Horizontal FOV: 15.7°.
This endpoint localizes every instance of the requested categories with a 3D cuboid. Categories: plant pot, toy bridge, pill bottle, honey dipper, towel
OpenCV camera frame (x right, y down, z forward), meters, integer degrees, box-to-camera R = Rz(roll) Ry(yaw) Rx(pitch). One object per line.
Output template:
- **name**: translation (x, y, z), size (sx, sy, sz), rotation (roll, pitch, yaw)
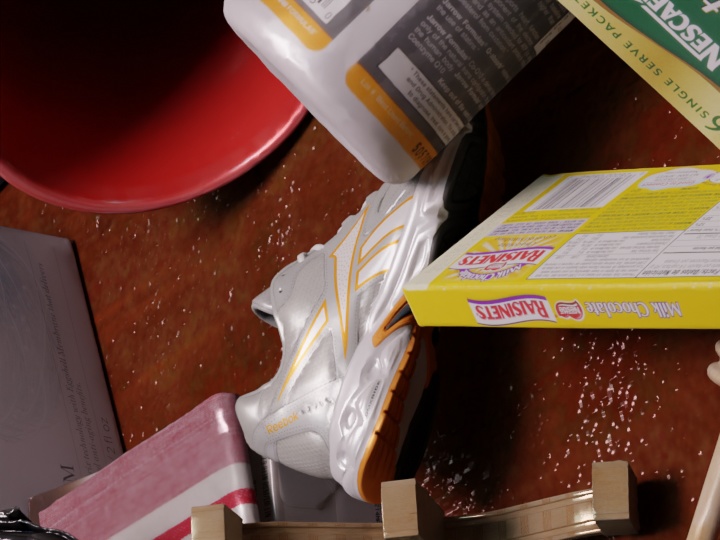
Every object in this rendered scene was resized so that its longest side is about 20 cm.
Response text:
- **plant pot**: translation (-0.126, -0.159, 1.340), size (0.201, 0.200, 0.178), rotation (-56, 35, 25)
- **toy bridge**: translation (0.024, 0.112, 1.136), size (0.199, 0.067, 0.027), rotation (-7, 71, 12)
- **pill bottle**: translation (0.046, -0.143, 1.131), size (0.200, 0.116, 0.116), rotation (-44, 46, 0)
- **honey dipper**: translation (0.143, 0.099, 1.069), size (0.038, 0.038, 0.201), rotation (30, 108, 49)
- **towel**: translation (-0.085, 0.175, 1.201), size (0.144, 0.023, 0.201), rotation (-34, 58, 37)

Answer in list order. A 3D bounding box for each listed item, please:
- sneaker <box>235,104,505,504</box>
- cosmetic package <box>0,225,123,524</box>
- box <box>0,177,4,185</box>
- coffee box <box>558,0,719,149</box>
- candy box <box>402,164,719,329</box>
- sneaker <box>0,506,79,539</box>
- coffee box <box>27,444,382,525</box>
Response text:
- **sneaker**: translation (0.000, 0.000, 1.181), size (0.092, 0.076, 0.201), rotation (13, 71, 23)
- **cosmetic package**: translation (-0.246, 0.078, 1.401), size (0.123, 0.199, 0.200), rotation (-42, 53, 36)
- **box**: translation (-0.311, -0.145, 1.532), size (0.124, 0.196, 0.201), rotation (-44, 52, 35)
- **coffee box**: translation (0.176, -0.140, 1.017), size (0.200, 0.123, 0.044), rotation (-37, 19, 38)
- **candy box**: translation (0.117, -0.010, 1.078), size (0.200, 0.102, 0.026), rotation (0, 122, 50)
- **sneaker**: translation (-0.189, 0.163, 1.174), size (0.199, 0.111, 0.077), rotation (-16, 63, 22)
- **coffee box**: translation (-0.075, 0.147, 1.276), size (0.200, 0.080, 0.114), rotation (-24, 65, 45)
